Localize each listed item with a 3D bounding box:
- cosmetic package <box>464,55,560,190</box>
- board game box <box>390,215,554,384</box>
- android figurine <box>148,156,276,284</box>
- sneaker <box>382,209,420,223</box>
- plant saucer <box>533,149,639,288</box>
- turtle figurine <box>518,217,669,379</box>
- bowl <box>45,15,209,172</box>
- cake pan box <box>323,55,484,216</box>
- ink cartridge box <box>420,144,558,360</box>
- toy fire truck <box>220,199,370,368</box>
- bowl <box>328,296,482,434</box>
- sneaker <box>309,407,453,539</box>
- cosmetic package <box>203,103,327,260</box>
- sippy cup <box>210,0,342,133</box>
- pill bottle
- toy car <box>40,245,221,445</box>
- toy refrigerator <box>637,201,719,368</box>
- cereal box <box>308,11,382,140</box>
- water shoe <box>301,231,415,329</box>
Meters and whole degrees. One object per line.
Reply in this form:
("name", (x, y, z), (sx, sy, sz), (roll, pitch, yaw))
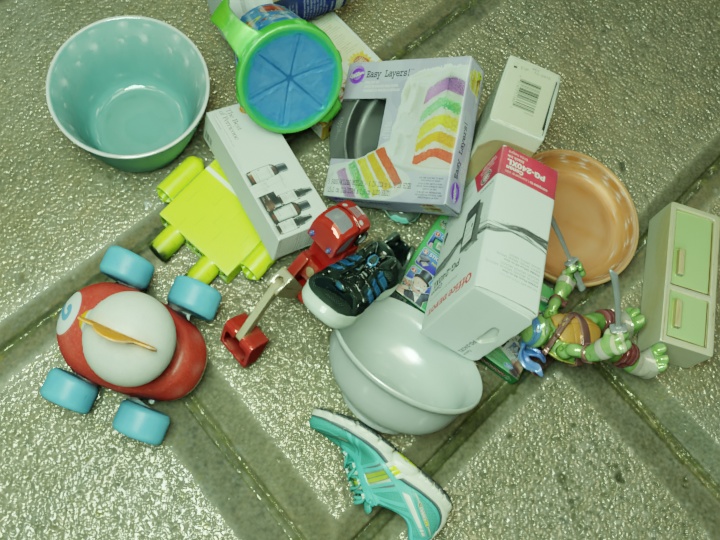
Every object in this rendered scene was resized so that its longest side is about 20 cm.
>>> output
("cosmetic package", (0.179, -0.162, 0.921), (0.069, 0.201, 0.107), (21, 66, 1))
("board game box", (0.152, 0.033, 0.938), (0.198, 0.029, 0.136), (36, 68, 6))
("android figurine", (-0.173, -0.072, 0.924), (0.181, 0.041, 0.200), (41, 71, 8))
("sneaker", (0.073, -0.164, 0.966), (0.075, 0.092, 0.205), (14, 68, -2))
("plant saucer", (0.287, -0.070, 0.992), (0.194, 0.038, 0.206), (3, 69, -8))
("turtle figurine", (0.296, 0.049, 0.864), (0.190, 0.143, 0.206), (15, 93, -29))
("bowl", (-0.289, -0.210, 0.922), (0.194, 0.105, 0.207), (3, 69, -7))
("cake pan box", (0.051, -0.173, 0.915), (0.196, 0.052, 0.190), (9, 83, 35))
("ink cartridge box", (0.153, -0.019, 0.848), (0.082, 0.146, 0.204), (24, 58, -10))
("toy fire truck", (-0.078, 0.015, 0.846), (0.049, 0.202, 0.140), (44, 38, 14))
("bowl", (0.038, 0.123, 0.833), (0.197, 0.092, 0.202), (24, 24, -12))
("sneaker", (0.014, 0.233, 0.822), (0.199, 0.078, 0.080), (39, 81, 9))
("cosmetic package", (-0.118, -0.120, 0.900), (0.081, 0.051, 0.203), (-22, 69, -29))
("sippy cup", (-0.103, -0.265, 0.899), (0.136, 0.181, 0.132), (-20, 43, -8))
("pill bottle", (-0.108, -0.391, 0.970), (0.196, 0.116, 0.118), (-27, 75, -16))
("toy car", (-0.256, 0.068, 0.758), (0.173, 0.200, 0.189), (22, 76, 1))
("toy refrigerator", (0.431, 0.017, 0.964), (0.074, 0.070, 0.205), (16, 69, -2))
("cereal box", (-0.068, -0.303, 1.024), (0.143, 0.040, 0.200), (-39, 78, -20))
("water shoe", (0.000, 0.000, 0.811), (0.071, 0.080, 0.199), (38, 25, 10))
